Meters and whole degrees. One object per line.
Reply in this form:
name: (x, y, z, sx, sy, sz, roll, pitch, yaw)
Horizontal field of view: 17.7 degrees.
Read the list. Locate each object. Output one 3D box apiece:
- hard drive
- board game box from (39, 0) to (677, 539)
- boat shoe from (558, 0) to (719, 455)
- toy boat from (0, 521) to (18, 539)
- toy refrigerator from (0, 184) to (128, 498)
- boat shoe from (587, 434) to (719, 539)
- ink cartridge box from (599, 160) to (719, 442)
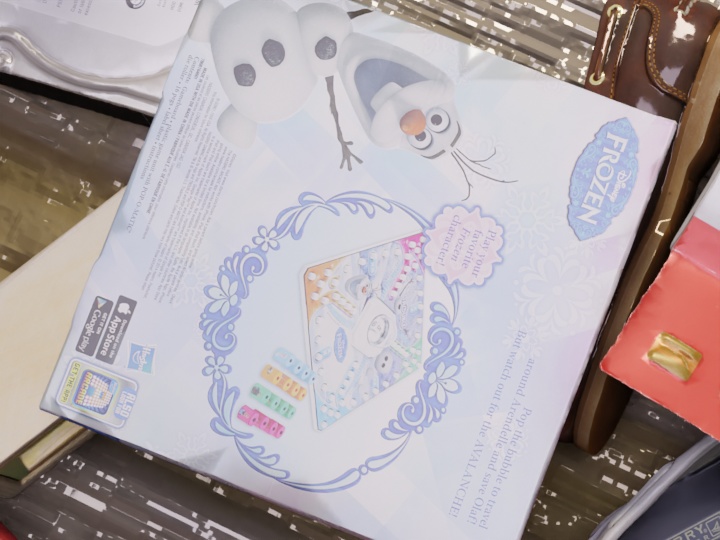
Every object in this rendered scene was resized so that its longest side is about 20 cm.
hard drive: (-0.132, -0.148, 1.050, 0.199, 0.038, 0.140, 17, 82, 9)
board game box: (0.000, 0.000, 0.935, 0.198, 0.043, 0.201, 21, 86, 6)
boat shoe: (0.107, -0.024, 0.990, 0.070, 0.070, 0.201, 18, 81, 16)
toy boat: (-0.221, 0.133, 0.962, 0.200, 0.131, 0.131, 40, 87, 12)
toy refrigerator: (-0.097, 0.014, 1.000, 0.200, 0.076, 0.070, -37, 79, -2)
boat shoe: (0.181, 0.086, 0.964, 0.200, 0.065, 0.074, -37, 79, -1)
ink cartridge box: (0.212, 0.000, 0.945, 0.161, 0.050, 0.200, 31, 55, 9)
